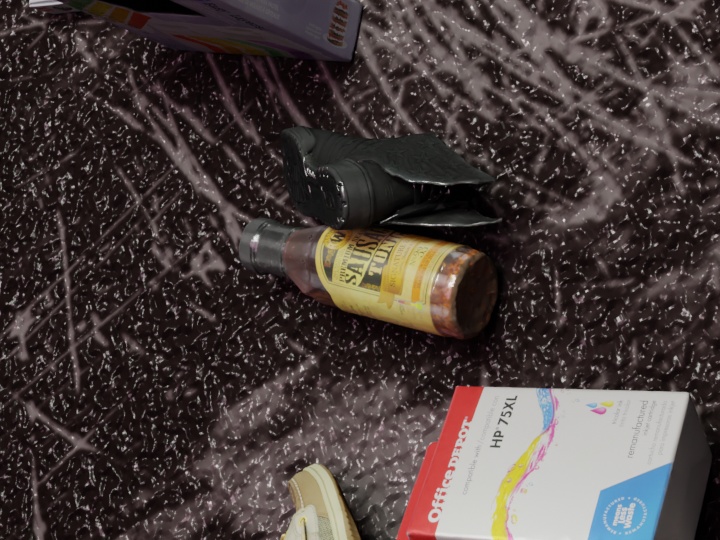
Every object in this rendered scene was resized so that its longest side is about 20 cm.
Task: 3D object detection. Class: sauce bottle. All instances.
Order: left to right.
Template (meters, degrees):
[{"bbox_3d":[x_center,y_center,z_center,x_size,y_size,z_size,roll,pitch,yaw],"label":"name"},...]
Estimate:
[{"bbox_3d":[0.000,0.000,1.223,0.198,0.066,0.067,11,89,35],"label":"sauce bottle"}]

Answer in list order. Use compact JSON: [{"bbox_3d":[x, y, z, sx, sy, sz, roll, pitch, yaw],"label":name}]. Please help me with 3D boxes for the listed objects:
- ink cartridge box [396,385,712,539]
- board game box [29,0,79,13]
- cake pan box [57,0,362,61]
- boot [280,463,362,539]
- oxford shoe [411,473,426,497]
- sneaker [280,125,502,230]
[{"bbox_3d":[0.106,0.137,1.084,0.198,0.067,0.117,-1,48,29],"label":"ink cartridge box"},{"bbox_3d":[-0.211,-0.317,1.439,0.125,0.034,0.202,2,84,36],"label":"board game box"},{"bbox_3d":[-0.126,-0.203,1.261,0.183,0.199,0.053,7,84,33],"label":"cake pan box"},{"bbox_3d":[-0.066,0.215,1.159,0.153,0.073,0.200,-23,29,-1],"label":"boot"},{"bbox_3d":[0.093,0.197,1.122,0.200,0.073,0.072,45,109,32],"label":"oxford shoe"},{"bbox_3d":[0.016,-0.066,1.222,0.200,0.103,0.061,-138,40,-66],"label":"sneaker"}]
